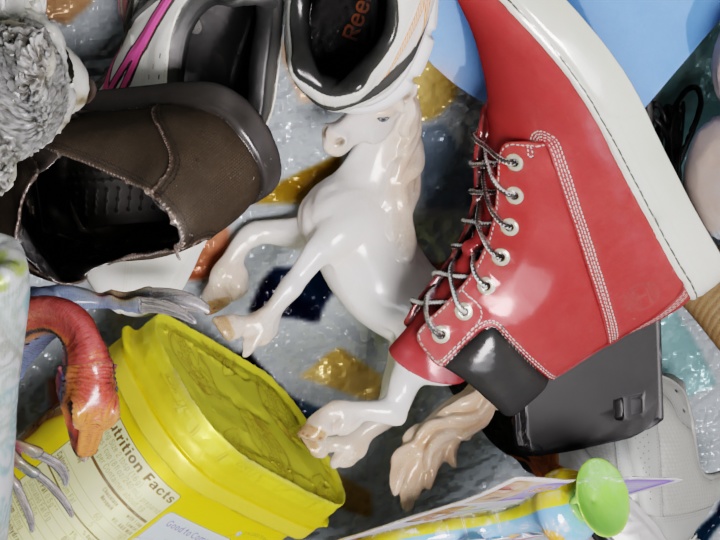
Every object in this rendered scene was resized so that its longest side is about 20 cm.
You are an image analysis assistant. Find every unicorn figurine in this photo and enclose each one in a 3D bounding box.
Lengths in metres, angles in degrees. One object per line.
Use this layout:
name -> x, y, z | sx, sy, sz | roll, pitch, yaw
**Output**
unicorn figurine -> 0.000, 0.000, 1.032 | 0.137, 0.074, 0.200 | -37, 117, -3

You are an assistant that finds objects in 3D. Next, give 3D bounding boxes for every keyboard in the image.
keyboard -> 0.108, -0.018, 1.059 | 0.103, 0.040, 0.201 | -7, 103, -18

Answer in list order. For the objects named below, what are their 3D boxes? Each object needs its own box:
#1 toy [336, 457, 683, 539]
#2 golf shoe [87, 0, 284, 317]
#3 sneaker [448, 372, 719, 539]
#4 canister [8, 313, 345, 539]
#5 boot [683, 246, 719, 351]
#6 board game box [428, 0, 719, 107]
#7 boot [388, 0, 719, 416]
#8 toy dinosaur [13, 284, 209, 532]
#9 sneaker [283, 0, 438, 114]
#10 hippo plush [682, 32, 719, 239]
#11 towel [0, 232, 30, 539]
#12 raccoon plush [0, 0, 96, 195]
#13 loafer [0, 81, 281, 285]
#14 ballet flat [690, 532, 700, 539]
toy -> 0.046, 0.138, 1.074 | 0.115, 0.048, 0.200 | 4, 157, -42
golf shoe -> -0.080, -0.057, 0.958 | 0.072, 0.092, 0.201 | 1, 123, -22
sneaker -> 0.113, 0.065, 1.128 | 0.092, 0.076, 0.200 | -45, 120, -20
canister -> -0.125, 0.124, 1.048 | 0.200, 0.087, 0.148 | -38, 149, 10
boot -> 0.246, 0.043, 1.063 | 0.201, 0.144, 0.071 | -9, 139, -48
board game box -> 0.098, -0.165, 0.975 | 0.158, 0.039, 0.200 | 35, 106, -18
boot -> 0.055, -0.030, 0.958 | 0.144, 0.072, 0.200 | -33, 122, 1
toy dinosaur -> -0.165, 0.045, 0.923 | 0.199, 0.106, 0.181 | 11, 160, -16
sneaker -> 0.014, -0.156, 0.905 | 0.073, 0.080, 0.201 | 12, 103, 8
hippo plush -> 0.253, -0.069, 0.989 | 0.199, 0.160, 0.160 | -21, 176, 38
towel -> -0.213, 0.023, 0.888 | 0.048, 0.199, 0.172 | -37, 147, -42
raccoon plush -> -0.202, -0.085, 0.870 | 0.199, 0.134, 0.097 | -6, 125, -15
loafer -> -0.128, -0.032, 0.918 | 0.199, 0.071, 0.073 | -9, 120, 37
ballet flat -> 0.115, 0.209, 1.225 | 0.071, 0.072, 0.201 | 19, 113, -28
